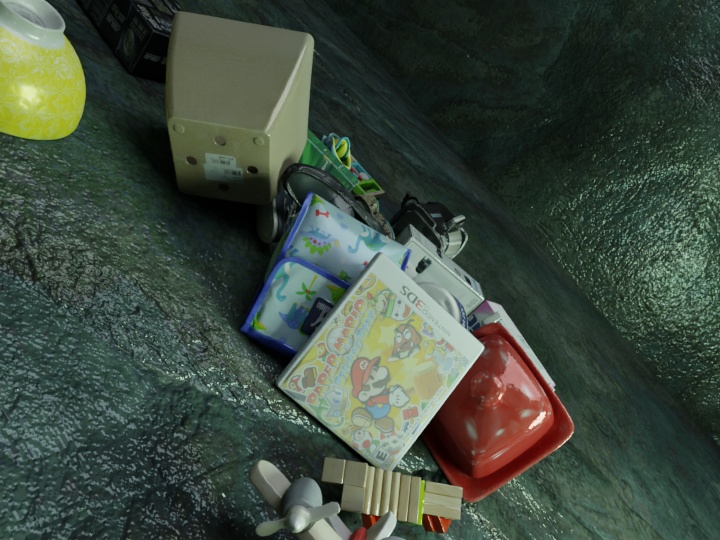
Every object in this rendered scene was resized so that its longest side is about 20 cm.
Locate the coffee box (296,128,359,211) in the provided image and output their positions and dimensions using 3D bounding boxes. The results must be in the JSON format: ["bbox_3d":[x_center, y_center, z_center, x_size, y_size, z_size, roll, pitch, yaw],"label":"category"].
[{"bbox_3d":[-0.113,-0.184,1.009,0.200,0.123,0.044,45,26,-5],"label":"coffee box"}]

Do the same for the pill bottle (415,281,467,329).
[{"bbox_3d":[0.123,0.086,0.950,0.112,0.111,0.200,53,8,17],"label":"pill bottle"}]

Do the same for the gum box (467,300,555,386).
[{"bbox_3d":[0.266,0.174,1.076,0.065,0.114,0.202,16,37,-47],"label":"gum box"}]

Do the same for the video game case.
[{"bbox_3d":[0.027,0.114,0.686,0.181,0.201,0.023,41,-5,-10],"label":"video game case"}]

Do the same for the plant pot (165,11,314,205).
[{"bbox_3d":[-0.178,-0.211,0.803,0.195,0.202,0.180,8,52,-4],"label":"plant pot"}]

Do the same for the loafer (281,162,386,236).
[{"bbox_3d":[-0.032,-0.084,0.836,0.199,0.068,0.071,37,18,-29],"label":"loafer"}]

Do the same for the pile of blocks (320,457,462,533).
[{"bbox_3d":[0.029,0.258,0.624,0.198,0.081,0.063,26,60,-30],"label":"pile of blocks"}]

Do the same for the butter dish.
[{"bbox_3d":[0.170,0.176,0.771,0.202,0.197,0.148,57,-6,25],"label":"butter dish"}]

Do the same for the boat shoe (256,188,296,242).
[{"bbox_3d":[-0.136,-0.106,0.908,0.061,0.076,0.201,17,25,-27],"label":"boat shoe"}]

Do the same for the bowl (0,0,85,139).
[{"bbox_3d":[-0.406,-0.262,0.656,0.199,0.108,0.202,37,26,-21],"label":"bowl"}]

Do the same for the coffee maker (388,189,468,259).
[{"bbox_3d":[0.133,-0.093,1.297,0.190,0.137,0.199,28,16,20],"label":"coffee maker"}]

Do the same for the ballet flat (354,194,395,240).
[{"bbox_3d":[0.014,-0.100,1.173,0.074,0.069,0.201,10,31,-19],"label":"ballet flat"}]

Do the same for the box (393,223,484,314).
[{"bbox_3d":[0.130,0.019,1.095,0.199,0.117,0.061,37,25,-18],"label":"box"}]

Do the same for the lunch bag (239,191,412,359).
[{"bbox_3d":[-0.045,0.029,0.741,0.168,0.127,0.203,29,63,-11],"label":"lunch bag"}]

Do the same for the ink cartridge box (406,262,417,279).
[{"bbox_3d":[0.000,0.000,0.947,0.147,0.083,0.200,48,24,4],"label":"ink cartridge box"}]

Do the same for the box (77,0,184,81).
[{"bbox_3d":[-0.377,-0.435,1.005,0.201,0.086,0.163,51,24,13],"label":"box"}]

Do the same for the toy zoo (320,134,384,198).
[{"bbox_3d":[-0.031,-0.251,1.375,0.200,0.020,0.131,48,24,5],"label":"toy zoo"}]

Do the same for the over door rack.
[{"bbox_3d":[0.216,0.181,0.932,0.066,0.201,0.149,-23,64,-20],"label":"over door rack"}]

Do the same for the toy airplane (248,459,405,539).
[{"bbox_3d":[0.001,0.259,0.461,0.198,0.141,0.201,27,29,-36],"label":"toy airplane"}]

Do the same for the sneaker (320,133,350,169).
[{"bbox_3d":[-0.090,-0.244,1.126,0.201,0.131,0.079,52,26,16],"label":"sneaker"}]
